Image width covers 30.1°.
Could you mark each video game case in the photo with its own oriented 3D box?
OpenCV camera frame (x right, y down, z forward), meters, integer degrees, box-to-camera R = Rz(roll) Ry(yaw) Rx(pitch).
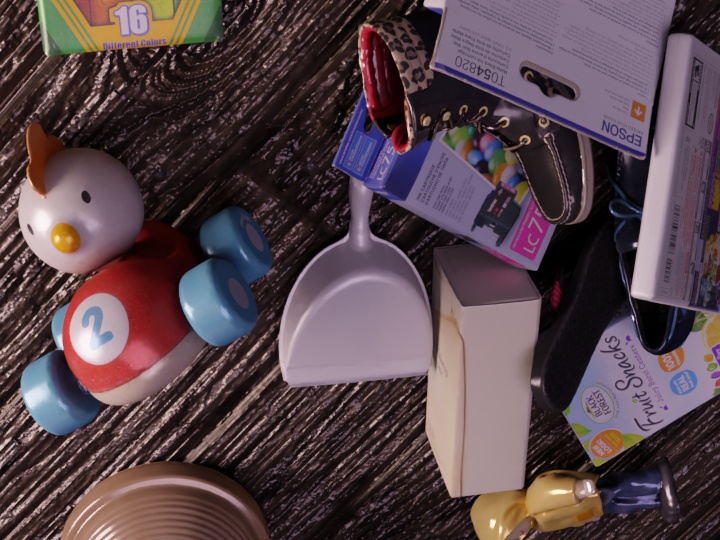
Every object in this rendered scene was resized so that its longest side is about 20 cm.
[{"bbox_3d":[0.272,-0.070,1.074,0.182,0.023,0.202,9,88,-57],"label":"video game case"}]

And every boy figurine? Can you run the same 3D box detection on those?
[{"bbox_3d":[0.206,0.226,1.295,0.198,0.065,0.125,-11,156,1],"label":"boy figurine"}]

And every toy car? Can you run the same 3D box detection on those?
[{"bbox_3d":[-0.199,-0.017,1.008,0.183,0.177,0.201,-29,111,17],"label":"toy car"}]

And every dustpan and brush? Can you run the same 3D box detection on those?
[{"bbox_3d":[0.000,0.000,1.136,0.138,0.057,0.202,-4,127,-13],"label":"dustpan and brush"}]

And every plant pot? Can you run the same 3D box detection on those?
[{"bbox_3d":[-0.175,0.282,1.207,0.198,0.093,0.203,-3,112,-7],"label":"plant pot"}]

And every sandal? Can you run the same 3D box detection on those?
[{"bbox_3d":[0.184,0.030,1.152,0.075,0.045,0.201,50,59,-34],"label":"sandal"}]

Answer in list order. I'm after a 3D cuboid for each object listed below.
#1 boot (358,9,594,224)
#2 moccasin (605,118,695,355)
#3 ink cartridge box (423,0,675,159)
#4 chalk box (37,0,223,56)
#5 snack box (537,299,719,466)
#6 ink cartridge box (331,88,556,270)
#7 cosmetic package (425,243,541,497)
[{"bbox_3d":[0.088,-0.116,1.011,0.149,0.073,0.202,-19,96,-29],"label":"boot"},{"bbox_3d":[0.253,-0.027,1.130,0.080,0.068,0.202,-9,97,27],"label":"moccasin"},{"bbox_3d":[0.145,-0.204,0.994,0.198,0.041,0.202,20,77,-25],"label":"ink cartridge box"},{"bbox_3d":[-0.162,-0.262,0.887,0.123,0.124,0.202,-8,122,-11],"label":"chalk box"},{"bbox_3d":[0.270,0.075,1.246,0.199,0.053,0.143,-31,122,5],"label":"snack box"},{"bbox_3d":[0.084,-0.093,1.081,0.199,0.042,0.120,26,86,-25],"label":"ink cartridge box"},{"bbox_3d":[0.105,0.087,1.179,0.072,0.104,0.202,-6,120,-10],"label":"cosmetic package"}]
